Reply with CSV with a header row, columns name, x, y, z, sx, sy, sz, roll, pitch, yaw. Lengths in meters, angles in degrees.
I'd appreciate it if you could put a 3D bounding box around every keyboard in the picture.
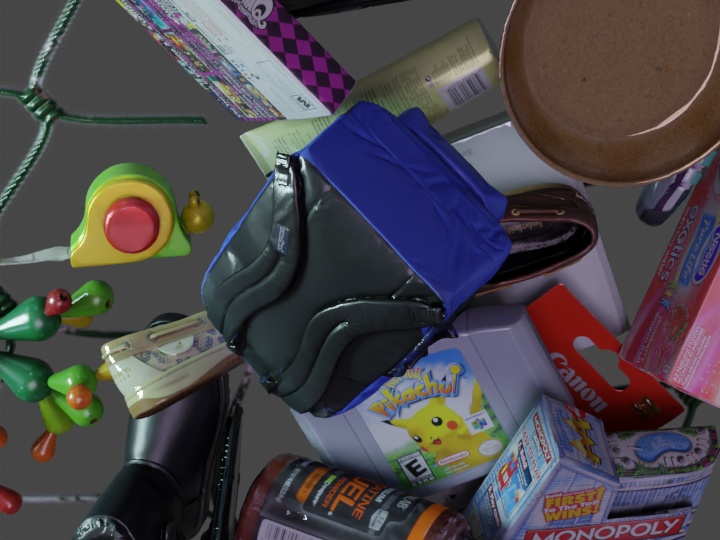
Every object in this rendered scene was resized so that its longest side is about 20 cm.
name,x,y,z,sx,sy,sz,roll,pitch,yaw
keyboard,-0.113,0.191,1.443,0.039,0.201,0.105,4,118,-1

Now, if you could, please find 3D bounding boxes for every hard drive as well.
name,x,y,z,sx,sy,sz,roll,pitch,yaw
hard drive,0.119,-0.021,1.497,0.131,0.026,0.201,-20,113,2

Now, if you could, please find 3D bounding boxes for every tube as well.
name,x,y,z,sx,sy,sz,roll,pitch,yaw
tube,0.013,-0.118,1.437,0.199,0.052,0.058,-30,71,10

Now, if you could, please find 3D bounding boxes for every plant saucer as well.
name,x,y,z,sx,sy,sz,roll,pitch,yaw
plant saucer,0.191,-0.159,1.374,0.198,0.035,0.202,-4,114,-9

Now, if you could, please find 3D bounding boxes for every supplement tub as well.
name,x,y,z,sx,sy,sz,roll,pitch,yaw
supplement tub,0.012,0.213,1.439,0.198,0.107,0.108,17,113,20

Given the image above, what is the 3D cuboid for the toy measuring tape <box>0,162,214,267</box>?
name,x,y,z,sx,sy,sz,roll,pitch,yaw
toy measuring tape,-0.207,-0.040,1.432,0.198,0.074,0.074,-5,113,-4

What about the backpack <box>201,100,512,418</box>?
name,x,y,z,sx,sy,sz,roll,pitch,yaw
backpack,0.000,0.000,1.349,0.163,0.167,0.200,49,134,8

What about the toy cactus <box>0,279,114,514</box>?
name,x,y,z,sx,sy,sz,roll,pitch,yaw
toy cactus,-0.272,0.079,1.469,0.164,0.102,0.201,32,114,-7

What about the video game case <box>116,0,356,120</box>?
name,x,y,z,sx,sy,sz,roll,pitch,yaw
video game case,-0.112,-0.182,1.327,0.200,0.181,0.036,44,75,-19

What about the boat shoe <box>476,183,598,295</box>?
name,x,y,z,sx,sy,sz,roll,pitch,yaw
boat shoe,0.080,-0.016,1.443,0.198,0.070,0.071,-18,115,3

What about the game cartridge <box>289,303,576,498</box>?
name,x,y,z,sx,sy,sz,roll,pitch,yaw
game cartridge,0.054,0.104,1.468,0.198,0.041,0.134,-23,113,17

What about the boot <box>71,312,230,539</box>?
name,x,y,z,sx,sy,sz,roll,pitch,yaw
boot,-0.159,0.154,1.456,0.076,0.168,0.202,10,113,10

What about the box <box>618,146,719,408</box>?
name,x,y,z,sx,sy,sz,roll,pitch,yaw
box,0.290,0.002,1.455,0.094,0.103,0.202,24,92,-17

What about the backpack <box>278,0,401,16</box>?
name,x,y,z,sx,sy,sz,roll,pitch,yaw
backpack,0.024,-0.271,1.302,0.198,0.163,0.170,-8,90,-1

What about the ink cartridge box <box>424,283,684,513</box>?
name,x,y,z,sx,sy,sz,roll,pitch,yaw
ink cartridge box,0.129,0.126,1.520,0.199,0.057,0.162,-35,114,29

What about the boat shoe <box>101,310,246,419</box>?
name,x,y,z,sx,sy,sz,roll,pitch,yaw
boat shoe,-0.099,0.039,1.443,0.199,0.073,0.063,-30,85,-33

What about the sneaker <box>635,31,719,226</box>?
name,x,y,z,sx,sy,sz,roll,pitch,yaw
sneaker,0.242,-0.135,1.451,0.087,0.074,0.201,29,101,3

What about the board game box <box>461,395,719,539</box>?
name,x,y,z,sx,sy,sz,roll,pitch,yaw
board game box,0.172,0.176,1.467,0.198,0.062,0.201,-3,140,-12
